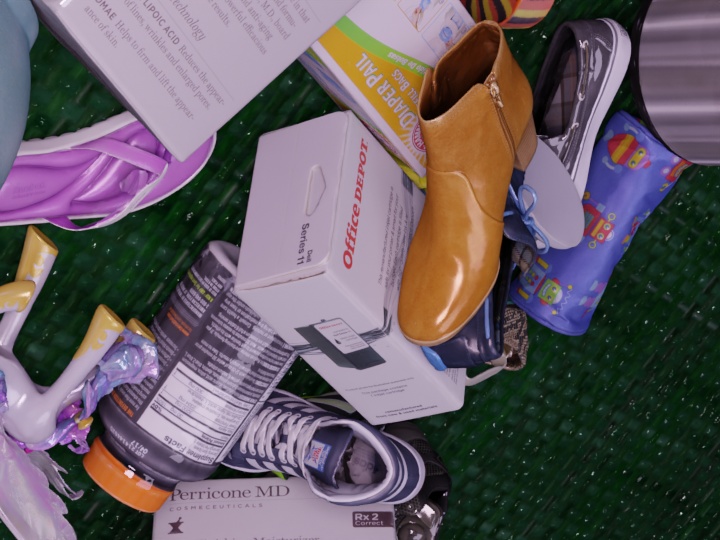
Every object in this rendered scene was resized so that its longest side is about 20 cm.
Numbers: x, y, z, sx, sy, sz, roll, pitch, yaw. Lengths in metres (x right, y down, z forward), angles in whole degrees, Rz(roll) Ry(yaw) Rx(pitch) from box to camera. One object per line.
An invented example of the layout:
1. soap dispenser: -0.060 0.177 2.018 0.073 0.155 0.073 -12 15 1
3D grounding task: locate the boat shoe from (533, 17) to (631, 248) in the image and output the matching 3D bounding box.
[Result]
1. boat shoe: 0.153 -0.111 1.722 0.066 0.070 0.200 5 119 -37

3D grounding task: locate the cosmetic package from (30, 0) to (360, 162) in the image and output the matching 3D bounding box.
1. cosmetic package: -0.114 -0.214 1.321 0.200 0.165 0.165 -44 140 -4

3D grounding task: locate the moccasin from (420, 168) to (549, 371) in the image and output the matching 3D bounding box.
1. moccasin: 0.101 -0.013 1.565 0.080 0.068 0.200 47 51 -51

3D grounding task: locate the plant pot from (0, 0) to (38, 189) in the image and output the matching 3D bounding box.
1. plant pot: -0.273 -0.126 1.254 0.134 0.200 0.200 -58 146 -23

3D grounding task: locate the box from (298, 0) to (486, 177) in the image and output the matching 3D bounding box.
1. box: 0.008 -0.173 1.504 0.101 0.112 0.200 -46 142 -2

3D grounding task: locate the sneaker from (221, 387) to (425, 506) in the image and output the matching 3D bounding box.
1. sneaker: -0.053 0.132 1.640 0.108 0.200 0.070 22 83 -79

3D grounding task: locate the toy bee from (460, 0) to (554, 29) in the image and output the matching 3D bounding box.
1. toy bee: 0.135 -0.251 1.555 0.131 0.109 0.200 -22 135 -24

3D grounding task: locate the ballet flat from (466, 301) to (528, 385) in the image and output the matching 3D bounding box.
1. ballet flat: 0.073 0.059 1.782 0.200 0.075 0.068 7 155 -45

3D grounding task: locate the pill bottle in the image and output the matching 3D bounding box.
1. pill bottle: -0.127 0.085 1.610 0.106 0.106 0.200 25 105 -49

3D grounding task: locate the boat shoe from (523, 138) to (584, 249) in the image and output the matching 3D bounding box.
1. boat shoe: 0.100 -0.083 1.669 0.200 0.057 0.069 42 52 -31

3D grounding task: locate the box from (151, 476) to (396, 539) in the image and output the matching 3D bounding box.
1. box: -0.067 0.280 1.748 0.199 0.131 0.200 -3 131 -1

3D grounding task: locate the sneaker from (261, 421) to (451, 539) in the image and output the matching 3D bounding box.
1. sneaker: -0.006 0.204 1.814 0.199 0.114 0.076 -17 132 -26

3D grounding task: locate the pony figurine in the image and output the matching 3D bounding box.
1. pony figurine: -0.240 0.099 1.512 0.200 0.167 0.193 -45 109 4

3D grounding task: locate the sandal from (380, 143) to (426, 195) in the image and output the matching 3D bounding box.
1. sandal: 0.045 -0.037 1.684 0.087 0.079 0.200 -46 139 6

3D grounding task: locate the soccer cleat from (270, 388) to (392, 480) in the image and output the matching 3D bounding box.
1. soccer cleat: -0.004 0.123 1.769 0.200 0.081 0.068 -18 133 -30

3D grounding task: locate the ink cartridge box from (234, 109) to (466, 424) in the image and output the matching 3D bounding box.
1. ink cartridge box: 0.000 0.000 1.565 0.083 0.147 0.200 -13 141 28

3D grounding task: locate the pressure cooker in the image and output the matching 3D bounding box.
1. pressure cooker: 0.334 -0.166 1.694 0.179 0.200 0.176 9 86 -38

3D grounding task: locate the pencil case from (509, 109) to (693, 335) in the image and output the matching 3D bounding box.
1. pencil case: 0.206 -0.042 1.819 0.200 0.078 0.087 -59 164 14

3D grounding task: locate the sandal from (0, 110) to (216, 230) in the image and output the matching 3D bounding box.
1. sandal: -0.182 -0.060 1.481 0.202 0.050 0.083 -16 133 -31

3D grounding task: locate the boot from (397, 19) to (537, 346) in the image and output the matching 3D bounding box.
1. boot: 0.060 -0.062 1.474 0.201 0.071 0.144 -64 152 -18
